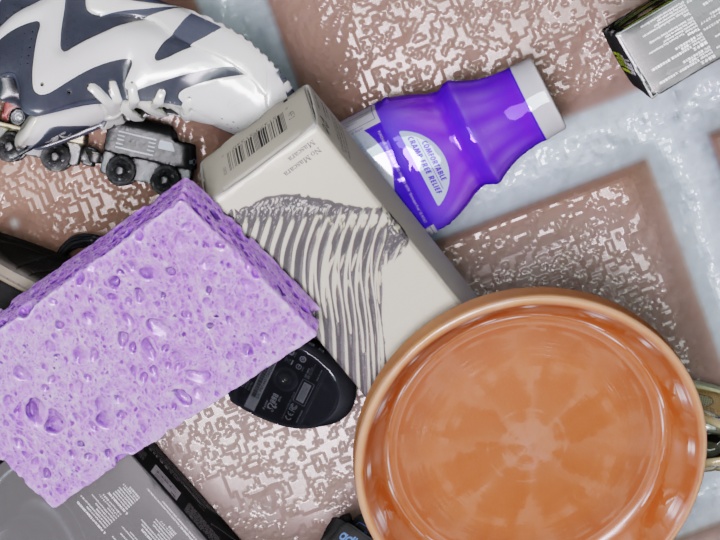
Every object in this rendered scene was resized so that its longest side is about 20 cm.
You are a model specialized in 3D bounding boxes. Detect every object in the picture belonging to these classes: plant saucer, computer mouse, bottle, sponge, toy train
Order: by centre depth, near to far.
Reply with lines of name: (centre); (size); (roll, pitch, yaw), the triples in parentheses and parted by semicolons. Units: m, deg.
sponge: (-0.133, 0.042, 1.481); (0.200, 0.030, 0.112); (-33, 115, 23)
plant saucer: (0.094, 0.101, 1.511); (0.200, 0.032, 0.201); (-3, 114, -6)
bottle: (0.022, -0.057, 1.563); (0.200, 0.065, 0.084); (-27, 101, 5)
toy train: (-0.193, -0.085, 1.586); (0.199, 0.034, 0.046); (12, 94, 1)
computer mouse: (-0.091, 0.032, 1.601); (0.200, 0.034, 0.059); (31, 114, 4)

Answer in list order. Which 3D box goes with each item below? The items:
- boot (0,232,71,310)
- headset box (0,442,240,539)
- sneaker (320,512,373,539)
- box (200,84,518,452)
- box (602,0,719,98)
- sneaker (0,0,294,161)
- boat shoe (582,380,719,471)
boot: (-0.226, 0.056, 1.567); (0.199, 0.073, 0.151); (20, 100, 22)
headset box: (-0.187, 0.186, 1.596); (0.200, 0.077, 0.149); (-42, 93, 7)
sneaker: (-0.025, 0.182, 1.540); (0.077, 0.200, 0.111); (36, 92, 33)
box: (0.000, 0.000, 1.510); (0.082, 0.068, 0.200); (-37, 113, 9)
box: (0.230, -0.165, 1.478); (0.200, 0.193, 0.048); (-31, 96, 5)
sneaker: (-0.139, -0.097, 1.540); (0.199, 0.079, 0.130); (36, 75, -1)
boat shoe: (0.129, 0.087, 1.570); (0.199, 0.076, 0.072); (1, 98, 3)
